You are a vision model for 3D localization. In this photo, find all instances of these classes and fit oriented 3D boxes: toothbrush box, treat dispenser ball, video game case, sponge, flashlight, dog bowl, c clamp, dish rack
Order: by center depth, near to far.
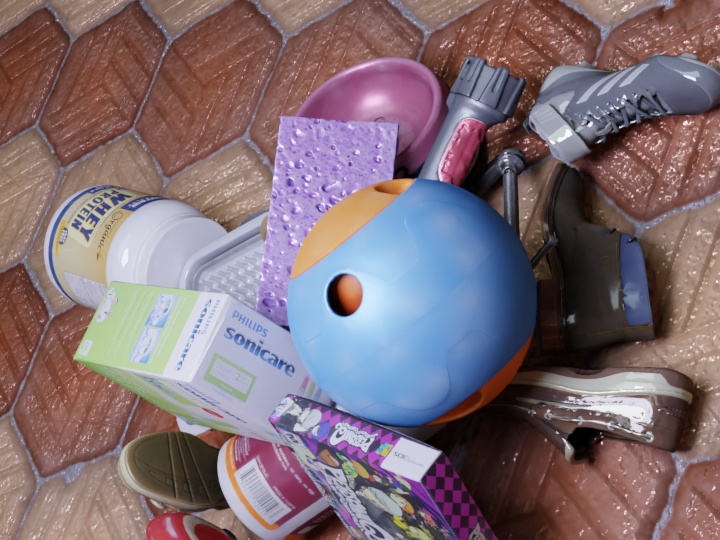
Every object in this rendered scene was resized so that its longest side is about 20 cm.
[{"bbox_3d":[0.041,0.026,1.124,0.201,0.201,0.201,-21,55,34],"label":"treat dispenser ball"},{"bbox_3d":[0.034,0.195,1.140,0.181,0.200,0.036,15,55,45],"label":"video game case"},{"bbox_3d":[-0.136,0.082,1.239,0.200,0.146,0.086,3,64,49],"label":"toothbrush box"},{"bbox_3d":[0.125,-0.036,1.261,0.171,0.027,0.200,-54,24,38],"label":"c clamp"},{"bbox_3d":[-0.029,-0.042,1.270,0.111,0.030,0.200,6,76,3],"label":"sponge"},{"bbox_3d":[0.090,-0.093,1.285,0.200,0.068,0.068,-63,22,3],"label":"flashlight"},{"bbox_3d":[0.015,-0.128,1.380,0.200,0.074,0.200,-16,47,18],"label":"dog bowl"},{"bbox_3d":[-0.116,0.057,1.386,0.172,0.043,0.200,-27,57,42],"label":"dish rack"}]

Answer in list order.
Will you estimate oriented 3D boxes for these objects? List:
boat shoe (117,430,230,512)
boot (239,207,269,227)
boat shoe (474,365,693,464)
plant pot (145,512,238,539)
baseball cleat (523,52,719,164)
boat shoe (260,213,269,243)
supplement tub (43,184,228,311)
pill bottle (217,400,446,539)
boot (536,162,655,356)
[{"bbox_3d":[-0.158,0.195,1.316,0.063,0.201,0.073,-29,68,30],"label":"boat shoe"},{"bbox_3d":[-0.068,0.034,1.425,0.165,0.066,0.200,-16,62,39],"label":"boot"},{"bbox_3d":[0.171,0.120,1.144,0.202,0.075,0.075,-6,70,41],"label":"boat shoe"},{"bbox_3d":[-0.164,0.329,1.249,0.183,0.200,0.200,-53,43,2],"label":"plant pot"},{"bbox_3d":[0.228,-0.137,1.229,0.200,0.070,0.107,5,57,55],"label":"baseball cleat"},{"bbox_3d":[0.000,0.000,1.319,0.069,0.200,0.074,-46,-3,-33],"label":"boat shoe"},{"bbox_3d":[-0.242,-0.013,1.547,0.200,0.144,0.145,14,78,46],"label":"supplement tub"},{"bbox_3d":[-0.024,0.153,1.275,0.200,0.114,0.114,-37,47,22],"label":"pill bottle"},{"bbox_3d":[0.205,-0.012,1.205,0.097,0.075,0.200,-2,54,15],"label":"boot"}]
